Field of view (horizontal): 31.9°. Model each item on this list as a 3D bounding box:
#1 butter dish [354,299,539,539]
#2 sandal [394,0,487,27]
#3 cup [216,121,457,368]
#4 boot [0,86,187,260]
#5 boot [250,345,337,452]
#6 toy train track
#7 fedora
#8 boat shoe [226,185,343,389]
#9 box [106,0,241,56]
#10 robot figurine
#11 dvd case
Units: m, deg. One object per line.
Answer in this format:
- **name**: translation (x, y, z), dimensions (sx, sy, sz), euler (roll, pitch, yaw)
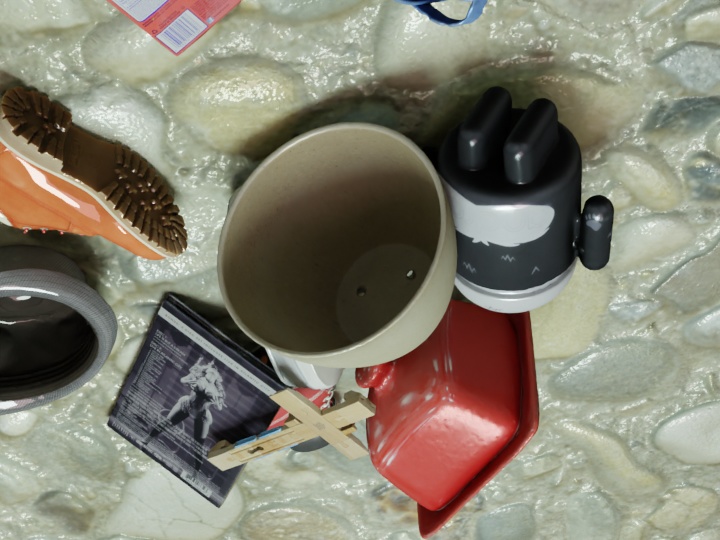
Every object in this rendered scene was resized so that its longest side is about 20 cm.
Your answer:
- **butter dish**: translation (0.063, 0.114, 1.189), dimensions (0.147, 0.201, 0.200), euler (24, 128, -18)
- **sandal**: translation (0.021, -0.230, 0.907), dimensions (0.198, 0.088, 0.080), euler (10, 135, -15)
- **cup**: translation (0.000, 0.000, 1.049), dimensions (0.199, 0.202, 0.143), euler (-21, 150, 14)
- **boot**: translation (-0.241, -0.060, 1.059), dimensions (0.199, 0.075, 0.107), euler (36, 125, -26)
- **boot**: translation (-0.035, 0.116, 1.264), dimensions (0.144, 0.073, 0.199), euler (31, 132, -33)
- **toy train track**: translation (-0.066, 0.145, 1.182), dimensions (0.199, 0.033, 0.115), euler (-25, 128, 34)
- **fedora**: translation (-0.320, 0.043, 1.134), dimensions (0.198, 0.091, 0.178), euler (-19, 137, 3)
- **boat shoe**: translation (-0.080, 0.018, 1.134), dimensions (0.068, 0.072, 0.201), euler (-10, 119, 35)
- **box**: translation (-0.092, -0.254, 0.822), dimensions (0.199, 0.095, 0.102), euler (-38, 140, 16)
- **robot figurine**: translation (0.128, -0.057, 1.072), dimensions (0.124, 0.151, 0.201), euler (-20, 136, -11)
- **dvd case**: translation (-0.163, 0.133, 1.247), dimensions (0.148, 0.016, 0.201), euler (35, 130, 5)
